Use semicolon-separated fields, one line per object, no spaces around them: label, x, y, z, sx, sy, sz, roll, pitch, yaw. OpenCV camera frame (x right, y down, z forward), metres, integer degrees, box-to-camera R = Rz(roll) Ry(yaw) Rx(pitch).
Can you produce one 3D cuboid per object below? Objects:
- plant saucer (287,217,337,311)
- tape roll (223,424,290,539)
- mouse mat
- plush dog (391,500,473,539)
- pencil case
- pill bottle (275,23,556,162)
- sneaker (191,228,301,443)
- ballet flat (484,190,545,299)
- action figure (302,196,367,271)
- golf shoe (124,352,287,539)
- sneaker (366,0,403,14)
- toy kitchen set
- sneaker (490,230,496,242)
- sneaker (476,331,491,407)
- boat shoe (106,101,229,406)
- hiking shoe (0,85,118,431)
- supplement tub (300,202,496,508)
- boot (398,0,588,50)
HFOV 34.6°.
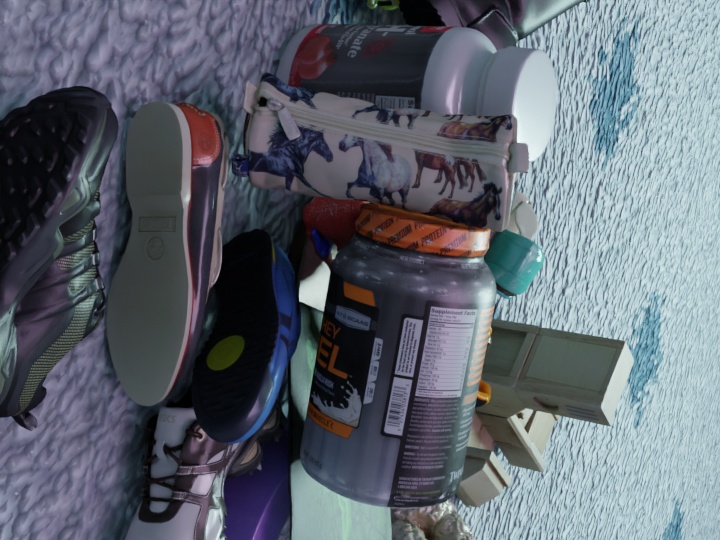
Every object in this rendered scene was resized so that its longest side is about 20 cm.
plant saucer;-0.010;0.008;0.997;0.200;0.034;0.202;-26;121;-54
tape roll;-0.062;0.230;0.942;0.200;0.065;0.202;-21;115;-55
mouse mat;-0.014;0.136;0.928;0.161;0.007;0.202;27;56;-57
plush dog;0.042;0.316;1.085;0.171;0.160;0.201;-19;117;-30
pencil case;0.015;-0.081;0.787;0.089;0.198;0.078;47;54;-81
pill bottle;0.042;-0.130;0.883;0.110;0.199;0.112;-22;116;-56
sneaker;-0.069;0.055;0.807;0.201;0.066;0.079;-92;156;-54
ballet flat;0.141;-0.039;1.112;0.071;0.067;0.200;-51;-164;16
action figure;0.000;0.000;0.912;0.052;0.065;0.201;-56;134;-52
golf shoe;-0.130;0.144;0.807;0.095;0.077;0.201;61;39;-36
sneaker;0.023;-0.254;0.939;0.199;0.075;0.077;2;95;-58
toy kitchen set;0.203;0.184;1.256;0.164;0.179;0.200;-63;141;-25
sneaker;0.065;-0.062;0.998;0.199;0.076;0.115;-38;136;-42
sneaker;0.091;0.046;1.116;0.078;0.077;0.201;-72;164;-65
boat shoe;-0.123;-0.011;0.773;0.062;0.071;0.202;1;93;-62
hiking shoe;-0.187;-0.007;0.674;0.201;0.075;0.101;-67;156;-5
supplement tub;0.029;0.058;0.836;0.122;0.122;0.202;-5;107;-58
boot;0.131;-0.203;0.970;0.162;0.073;0.199;-40;117;-20
